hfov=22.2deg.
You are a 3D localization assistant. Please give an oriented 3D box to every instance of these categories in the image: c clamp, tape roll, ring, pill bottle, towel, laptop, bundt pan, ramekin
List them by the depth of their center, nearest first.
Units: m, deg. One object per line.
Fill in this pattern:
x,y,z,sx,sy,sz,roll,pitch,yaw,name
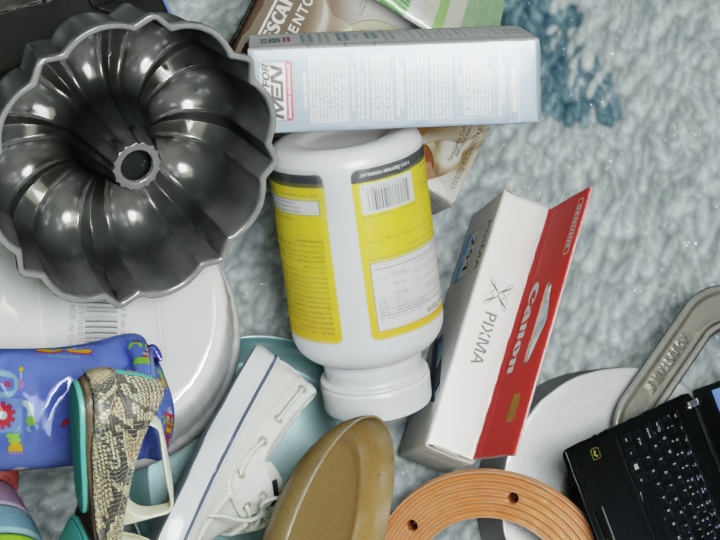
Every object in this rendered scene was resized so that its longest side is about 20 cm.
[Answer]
-0.158,-0.082,1.193,0.200,0.076,0.204,-15,123,-23,bundt pan
-0.183,0.037,1.295,0.198,0.098,0.203,1,78,-5,ramekin
0.273,0.171,1.305,0.199,0.103,0.179,-20,87,-31,laptop
0.000,0.000,1.308,0.111,0.112,0.202,-12,108,-14,pill bottle
0.098,0.244,1.347,0.198,0.019,0.203,3,98,21,ring
0.019,-0.236,1.382,0.199,0.023,0.153,31,34,-9,towel
0.289,0.105,1.387,0.171,0.027,0.200,45,75,-6,c clamp
0.191,0.176,1.404,0.198,0.066,0.203,1,84,-13,tape roll

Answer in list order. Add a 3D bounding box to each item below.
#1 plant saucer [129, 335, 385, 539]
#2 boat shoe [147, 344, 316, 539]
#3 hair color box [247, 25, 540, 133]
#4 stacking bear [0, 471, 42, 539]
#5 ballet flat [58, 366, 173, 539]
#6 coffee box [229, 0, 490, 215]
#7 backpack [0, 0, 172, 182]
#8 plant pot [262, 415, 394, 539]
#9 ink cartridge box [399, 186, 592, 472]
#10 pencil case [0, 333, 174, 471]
-0.077,0.150,1.362,0.198,0.027,0.203,2,83,-14,plant saucer
-0.080,0.149,1.264,0.086,0.075,0.203,31,48,-4,boat shoe
0.020,-0.134,1.279,0.197,0.099,0.061,-2,102,-3,hair color box
-0.257,0.228,1.224,0.113,0.122,0.201,-11,59,-20,stacking bear
-0.155,0.155,1.156,0.074,0.068,0.202,3,112,-22,ballet flat
-0.002,-0.140,1.382,0.199,0.080,0.115,28,79,-9,coffee box
-0.231,-0.146,1.290,0.198,0.147,0.184,-25,80,-10,backpack
-0.029,0.194,1.272,0.027,0.200,0.202,15,79,20,plant pot
0.095,0.040,1.332,0.044,0.176,0.202,20,77,-9,ink cartridge box
-0.220,0.085,1.191,0.197,0.078,0.088,-2,95,-7,pencil case
